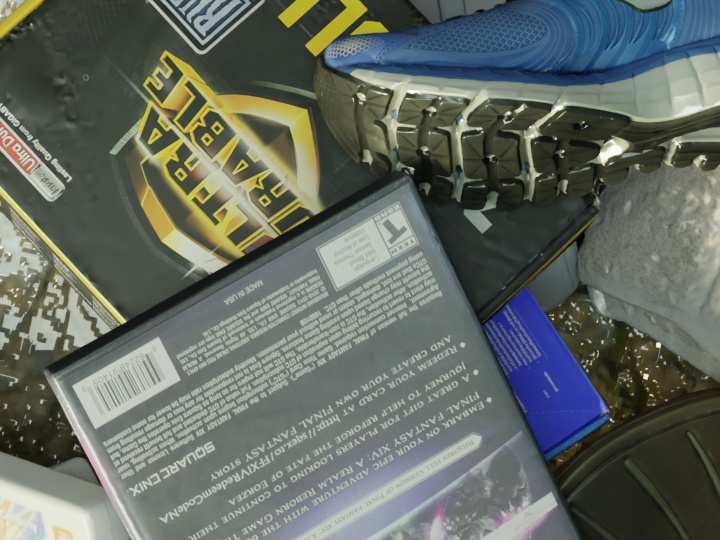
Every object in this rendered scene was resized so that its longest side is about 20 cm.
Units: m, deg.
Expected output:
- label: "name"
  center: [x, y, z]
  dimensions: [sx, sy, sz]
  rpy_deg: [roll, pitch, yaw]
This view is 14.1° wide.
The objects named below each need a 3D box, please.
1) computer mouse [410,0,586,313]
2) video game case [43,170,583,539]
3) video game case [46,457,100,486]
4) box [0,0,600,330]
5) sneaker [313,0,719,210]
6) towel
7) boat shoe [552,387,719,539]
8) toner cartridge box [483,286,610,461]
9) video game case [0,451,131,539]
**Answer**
- label: "computer mouse"
  center: [0.044, -0.076, 1.146]
  dimensions: [0.109, 0.044, 0.200]
  rpy_deg: [-14, 95, 9]
- label: "video game case"
  center: [-0.003, 0.086, 1.021]
  dimensions: [0.143, 0.019, 0.200]
  rpy_deg: [-30, 107, -12]
- label: "video game case"
  center: [-0.118, 0.182, 1.159]
  dimensions: [0.182, 0.024, 0.200]
  rpy_deg: [-22, 94, 52]
- label: "box"
  center: [-0.037, -0.038, 1.065]
  dimensions: [0.160, 0.049, 0.200]
  rpy_deg: [-42, 85, -11]
- label: "sneaker"
  center: [0.080, -0.079, 1.029]
  dimensions: [0.200, 0.079, 0.089]
  rpy_deg: [-5, 63, -11]
- label: "towel"
  center: [0.157, -0.050, 1.089]
  dimensions: [0.132, 0.034, 0.200]
  rpy_deg: [32, 117, 34]
- label: "boat shoe"
  center: [0.071, 0.108, 1.095]
  dimensions: [0.200, 0.068, 0.072]
  rpy_deg: [-36, 106, -8]
- label: "toner cartridge box"
  center: [0.000, 0.000, 1.106]
  dimensions: [0.095, 0.043, 0.200]
  rpy_deg: [-32, 83, -7]
- label: "video game case"
  center: [-0.147, 0.149, 1.137]
  dimensions: [0.200, 0.022, 0.183]
  rpy_deg: [14, 120, 45]
